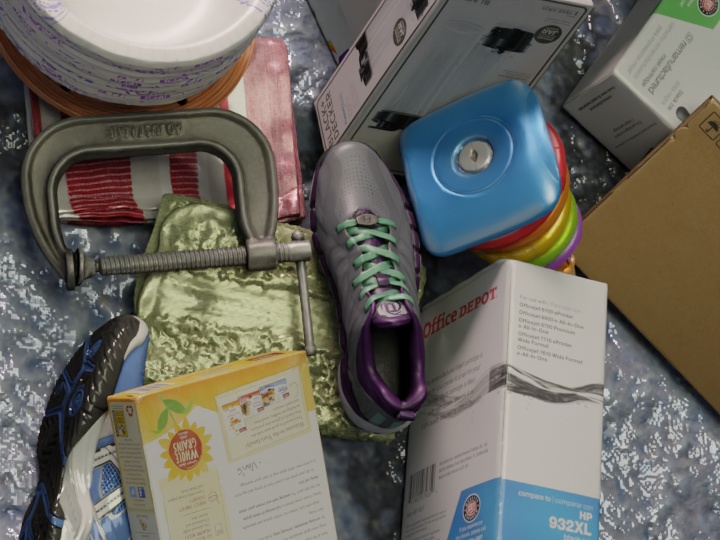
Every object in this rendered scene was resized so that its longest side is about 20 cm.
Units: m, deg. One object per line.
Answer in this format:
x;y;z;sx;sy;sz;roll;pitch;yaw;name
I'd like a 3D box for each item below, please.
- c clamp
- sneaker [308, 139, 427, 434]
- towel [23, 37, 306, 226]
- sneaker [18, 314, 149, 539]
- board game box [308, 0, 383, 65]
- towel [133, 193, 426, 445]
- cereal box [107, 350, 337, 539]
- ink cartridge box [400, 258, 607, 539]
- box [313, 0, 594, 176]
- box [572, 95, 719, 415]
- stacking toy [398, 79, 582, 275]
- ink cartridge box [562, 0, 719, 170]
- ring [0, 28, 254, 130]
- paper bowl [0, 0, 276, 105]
-0.128;-0.030;1.439;0.199;0.027;0.172;1;76;-8;c clamp
0.017;0.006;1.432;0.074;0.088;0.201;-9;84;-15;sneaker
-0.136;-0.101;1.513;0.199;0.023;0.145;0;73;-25;towel
-0.167;0.128;1.401;0.077;0.076;0.201;19;76;-26;sneaker
0.063;-0.243;1.608;0.199;0.103;0.105;-21;82;-29;board game box
-0.059;0.036;1.473;0.199;0.036;0.149;14;78;-13;towel
-0.082;0.164;1.397;0.143;0.039;0.201;-13;97;-41;cereal box
0.098;0.111;1.485;0.083;0.145;0.201;13;68;-22;ink cartridge box
0.062;-0.150;1.514;0.116;0.200;0.060;6;50;-28;box
0.273;-0.005;1.622;0.163;0.021;0.200;-43;97;13;box
0.117;-0.036;1.542;0.200;0.109;0.116;47;25;-53;stacking toy
0.282;-0.123;1.684;0.200;0.084;0.146;41;61;-9;ink cartridge box
-0.170;-0.186;1.511;0.200;0.019;0.201;10;64;-21;ring
-0.160;-0.206;1.452;0.200;0.104;0.202;10;65;-21;paper bowl
